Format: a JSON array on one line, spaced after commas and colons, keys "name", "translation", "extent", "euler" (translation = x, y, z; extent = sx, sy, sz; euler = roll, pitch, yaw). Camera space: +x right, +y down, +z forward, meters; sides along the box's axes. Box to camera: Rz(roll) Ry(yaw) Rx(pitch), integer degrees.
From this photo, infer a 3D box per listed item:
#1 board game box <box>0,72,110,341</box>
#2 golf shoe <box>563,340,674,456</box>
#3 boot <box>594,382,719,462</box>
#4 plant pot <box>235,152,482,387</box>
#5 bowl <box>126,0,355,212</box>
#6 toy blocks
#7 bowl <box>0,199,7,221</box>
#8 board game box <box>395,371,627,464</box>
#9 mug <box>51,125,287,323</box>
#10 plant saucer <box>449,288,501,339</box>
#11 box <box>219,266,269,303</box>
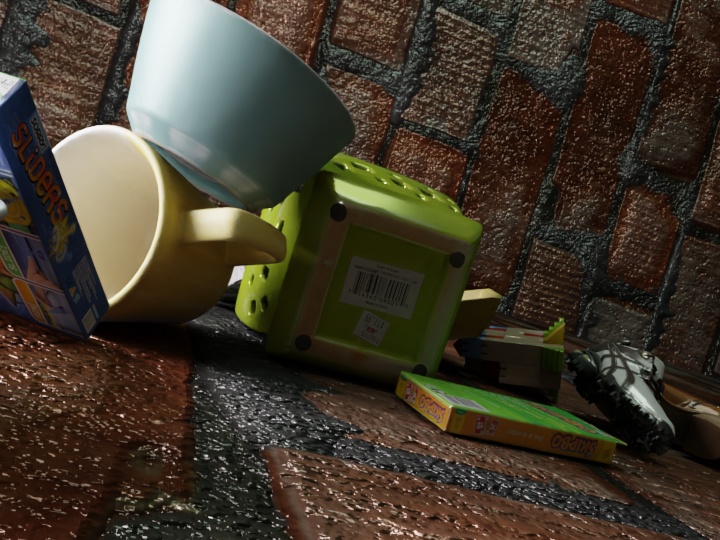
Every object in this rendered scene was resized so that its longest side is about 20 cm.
[{"name": "board game box", "translation": [-0.243, -0.044, 0.491], "extent": [0.133, 0.035, 0.202], "euler": [18, -37, 11]}, {"name": "golf shoe", "translation": [0.304, 0.125, 0.869], "extent": [0.093, 0.079, 0.200], "euler": [-23, 21, -2]}, {"name": "boot", "translation": [0.389, 0.171, 0.980], "extent": [0.198, 0.078, 0.154], "euler": [22, 7, 40]}, {"name": "plant pot", "translation": [0.000, 0.000, 0.778], "extent": [0.196, 0.203, 0.181], "euler": [16, 8, -17]}, {"name": "bowl", "translation": [-0.112, -0.122, 0.652], "extent": [0.198, 0.106, 0.201], "euler": [30, -8, 4]}, {"name": "toy blocks", "translation": [0.194, 0.108, 1.031], "extent": [0.134, 0.102, 0.200], "euler": [5, 4, 13]}, {"name": "bowl", "translation": [-0.272, -0.015, 0.350], "extent": [0.197, 0.092, 0.201], "euler": [18, 2, -1]}, {"name": "board game box", "translation": [0.136, 0.132, 0.702], "extent": [0.197, 0.031, 0.095], "euler": [13, 5, -25]}, {"name": "mug", "translation": [-0.168, -0.012, 0.657], "extent": [0.185, 0.151, 0.153], "euler": [34, 1, 26]}, {"name": "plant saucer", "translation": [0.075, 0.061, 0.998], "extent": [0.195, 0.050, 0.200], "euler": [-6, 1, 5]}, {"name": "box", "translation": [-0.084, 0.015, 0.949], "extent": [0.198, 0.035, 0.109], "euler": [10, -22, -44]}]
